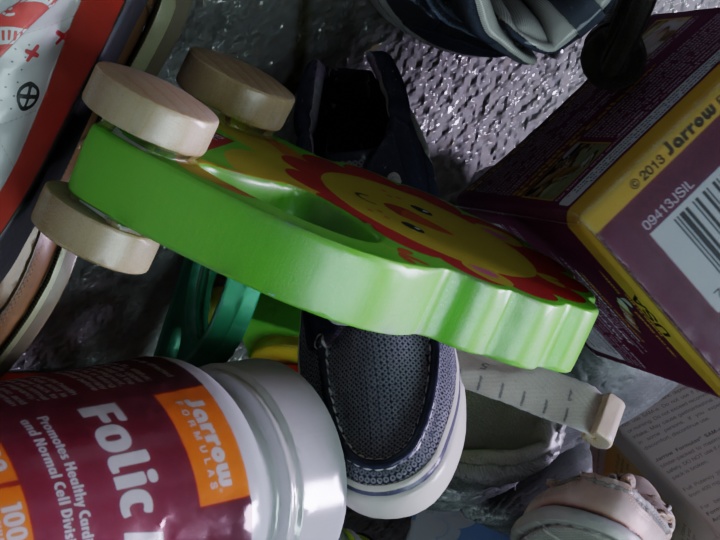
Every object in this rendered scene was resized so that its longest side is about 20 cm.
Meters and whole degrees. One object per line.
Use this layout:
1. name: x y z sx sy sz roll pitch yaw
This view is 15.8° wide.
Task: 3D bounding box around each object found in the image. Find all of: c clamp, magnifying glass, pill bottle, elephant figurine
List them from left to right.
1. pill bottle: -0.109 0.095 1.033 0.200 0.114 0.114 -9 129 -42
2. magnifying glass: -0.082 0.041 1.157 0.022 0.080 0.200 13 127 -17
3. elephant figurine: 0.061 0.065 1.238 0.141 0.155 0.200 37 84 -30
4. c clamp: 0.119 -0.138 1.117 0.027 0.200 0.171 20 112 -3

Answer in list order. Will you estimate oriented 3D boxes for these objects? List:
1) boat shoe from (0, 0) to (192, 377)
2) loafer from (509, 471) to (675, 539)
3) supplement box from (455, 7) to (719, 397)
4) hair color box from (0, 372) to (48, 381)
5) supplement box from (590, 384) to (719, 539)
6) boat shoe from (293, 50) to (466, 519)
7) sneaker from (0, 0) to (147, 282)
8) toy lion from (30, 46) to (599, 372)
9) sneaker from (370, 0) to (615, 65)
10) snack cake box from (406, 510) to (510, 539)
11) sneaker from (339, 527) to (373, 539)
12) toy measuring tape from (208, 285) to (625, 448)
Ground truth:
1. boat shoe: -0.141 -0.049 1.015 0.068 0.072 0.201 15 103 -45
2. loafer: 0.113 0.121 1.206 0.200 0.072 0.063 75 37 -67
3. supplement box: 0.138 -0.032 1.080 0.131 0.200 0.103 -44 101 -5
4. hair color box: -0.190 0.098 1.100 0.200 0.061 0.102 2 121 -45
5. supplement box: 0.161 0.116 1.344 0.073 0.200 0.126 -23 139 -23
6. boat shoe: 0.000 0.000 1.101 0.074 0.201 0.093 -11 142 6
7. sneaker: -0.149 -0.078 0.938 0.202 0.108 0.067 -62 179 11
8. toy lion: -0.004 -0.013 0.973 0.069 0.191 0.200 -65 172 11
9. sneaker: 0.060 -0.120 1.077 0.077 0.146 0.202 -49 145 -1
10. snack cake box: 0.056 0.171 1.304 0.067 0.200 0.115 3 134 8
11. sneaker: -0.086 0.176 1.264 0.200 0.074 0.081 -38 130 1
12. toy measuring tape: 0.020 0.050 1.173 0.074 0.199 0.074 18 90 -78
